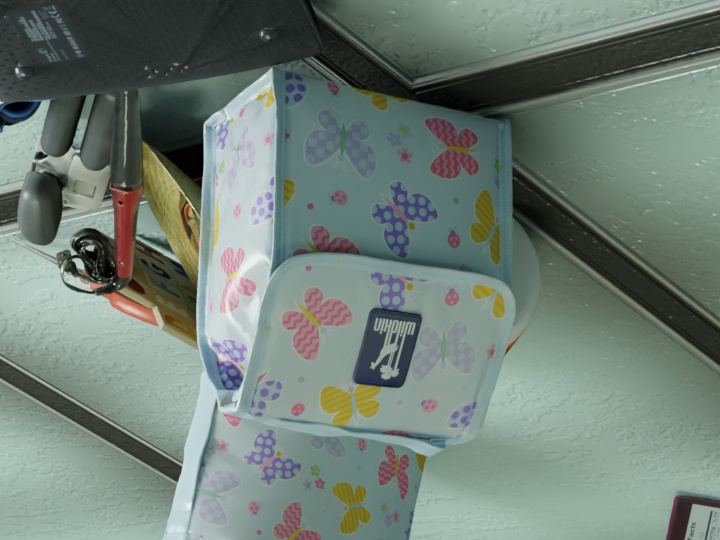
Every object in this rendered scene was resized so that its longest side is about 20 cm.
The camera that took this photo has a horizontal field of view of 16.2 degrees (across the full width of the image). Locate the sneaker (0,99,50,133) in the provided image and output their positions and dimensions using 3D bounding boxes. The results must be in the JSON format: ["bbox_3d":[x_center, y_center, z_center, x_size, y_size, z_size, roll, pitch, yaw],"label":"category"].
[{"bbox_3d":[-0.248,-0.113,1.572,0.082,0.074,0.200,40,149,-19],"label":"sneaker"}]

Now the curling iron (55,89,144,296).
[{"bbox_3d":[-0.158,-0.052,1.600,0.049,0.026,0.200,-2,140,-18],"label":"curling iron"}]

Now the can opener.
[{"bbox_3d":[-0.187,-0.073,1.642,0.053,0.067,0.200,18,155,-6],"label":"can opener"}]

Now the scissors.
[{"bbox_3d":[-0.190,0.007,1.795,0.200,0.014,0.073,22,-168,26],"label":"scissors"}]

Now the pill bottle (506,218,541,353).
[{"bbox_3d":[0.042,0.035,1.679,0.113,0.113,0.200,18,156,-6],"label":"pill bottle"}]

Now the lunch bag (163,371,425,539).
[{"bbox_3d":[-0.061,0.172,1.943,0.127,0.170,0.200,-15,145,42],"label":"lunch bag"}]

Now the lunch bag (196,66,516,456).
[{"bbox_3d":[0.000,0.000,1.489,0.169,0.201,0.127,12,161,-26],"label":"lunch bag"}]

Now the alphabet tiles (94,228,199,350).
[{"bbox_3d":[-0.097,0.036,1.761,0.200,0.006,0.166,30,-167,-23],"label":"alphabet tiles"}]

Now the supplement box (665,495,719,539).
[{"bbox_3d":[0.342,0.249,1.983,0.199,0.086,0.110,7,155,19],"label":"supplement box"}]

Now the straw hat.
[{"bbox_3d":[-0.068,-0.026,1.638,0.201,0.085,0.201,56,170,16],"label":"straw hat"}]

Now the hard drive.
[{"bbox_3d":[-0.131,-0.154,1.421,0.199,0.042,0.135,-8,150,12],"label":"hard drive"}]
